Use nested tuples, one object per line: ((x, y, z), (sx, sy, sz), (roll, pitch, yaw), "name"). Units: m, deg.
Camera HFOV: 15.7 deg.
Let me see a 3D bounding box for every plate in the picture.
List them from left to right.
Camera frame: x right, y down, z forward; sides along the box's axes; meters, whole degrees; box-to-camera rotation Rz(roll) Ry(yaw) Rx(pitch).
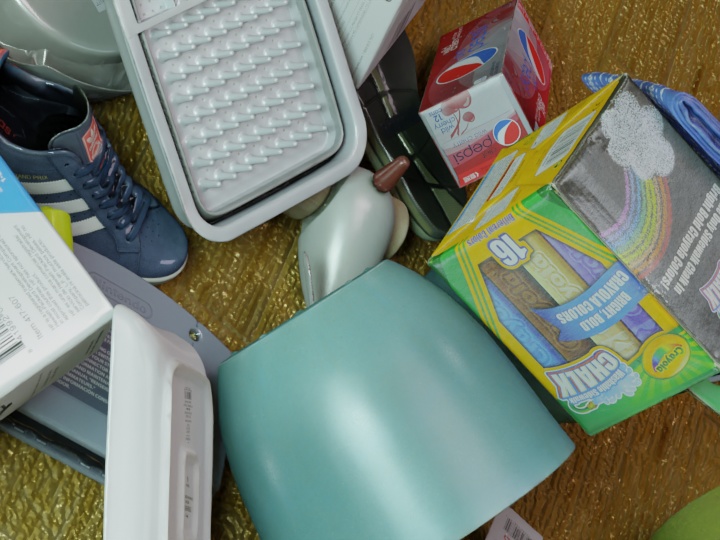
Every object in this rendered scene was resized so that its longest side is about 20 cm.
((-0.110, 0.128, 1.472), (0.200, 0.032, 0.202), (48, 43, -80), "plate")

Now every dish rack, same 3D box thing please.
((-0.086, -0.133, 1.680), (0.171, 0.043, 0.201), (-30, 108, -40), "dish rack")

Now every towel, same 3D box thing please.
((0.217, -0.068, 1.667), (0.145, 0.200, 0.024), (44, 87, -14), "towel")

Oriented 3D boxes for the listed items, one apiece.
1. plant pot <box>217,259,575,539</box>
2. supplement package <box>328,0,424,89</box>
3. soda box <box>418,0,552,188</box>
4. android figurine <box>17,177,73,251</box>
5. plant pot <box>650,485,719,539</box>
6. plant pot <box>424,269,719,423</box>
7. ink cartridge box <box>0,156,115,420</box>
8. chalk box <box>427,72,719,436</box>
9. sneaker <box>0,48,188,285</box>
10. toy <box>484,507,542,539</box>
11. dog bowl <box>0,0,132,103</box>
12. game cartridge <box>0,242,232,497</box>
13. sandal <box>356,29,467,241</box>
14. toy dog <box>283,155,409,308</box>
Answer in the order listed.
((0.005, 0.093, 1.592), (0.200, 0.200, 0.162), (-33, 91, -48), "plant pot")
((-0.042, -0.244, 1.782), (0.199, 0.120, 0.121), (33, 44, 4), "supplement package")
((0.092, -0.129, 1.863), (0.064, 0.070, 0.200), (60, 16, -15), "soda box")
((-0.252, 0.008, 1.498), (0.181, 0.041, 0.201), (1, 65, -18), "android figurine")
((0.292, 0.253, 1.830), (0.186, 0.187, 0.201), (-8, 57, -46), "plant pot")
((0.143, 0.017, 1.796), (0.199, 0.188, 0.201), (22, 53, -33), "plant pot")
((-0.256, 0.032, 1.414), (0.199, 0.084, 0.146), (-35, 85, -20), "ink cartridge box")
((0.166, 0.007, 1.597), (0.200, 0.124, 0.125), (48, 46, -12), "chalk box")
((-0.175, -0.064, 1.616), (0.199, 0.084, 0.075), (35, 46, -25), "sneaker")
((0.094, 0.259, 1.712), (0.115, 0.047, 0.200), (43, 43, -11), "toy")
((-0.193, -0.198, 1.690), (0.199, 0.059, 0.202), (18, 60, -34), "dog bowl")
((-0.164, 0.057, 1.593), (0.199, 0.041, 0.134), (32, 44, -26), "game cartridge")
((0.008, -0.110, 1.843), (0.079, 0.057, 0.202), (-19, 86, -43), "sandal")
((0.000, 0.000, 1.737), (0.131, 0.096, 0.201), (4, 64, -42), "toy dog")
